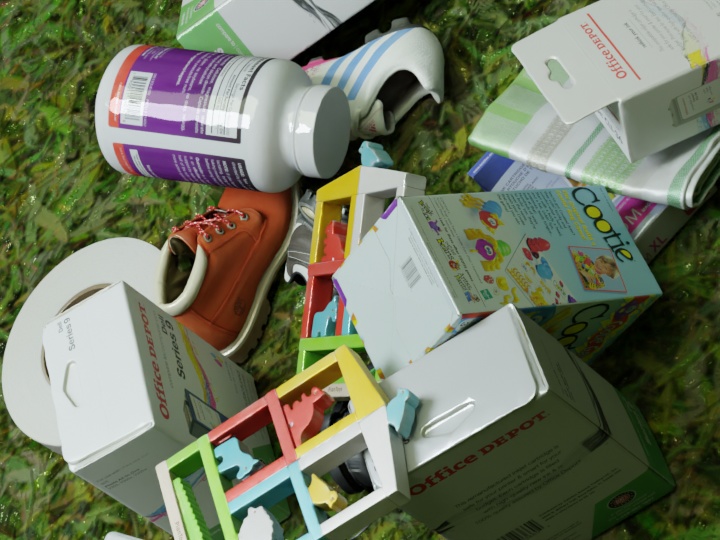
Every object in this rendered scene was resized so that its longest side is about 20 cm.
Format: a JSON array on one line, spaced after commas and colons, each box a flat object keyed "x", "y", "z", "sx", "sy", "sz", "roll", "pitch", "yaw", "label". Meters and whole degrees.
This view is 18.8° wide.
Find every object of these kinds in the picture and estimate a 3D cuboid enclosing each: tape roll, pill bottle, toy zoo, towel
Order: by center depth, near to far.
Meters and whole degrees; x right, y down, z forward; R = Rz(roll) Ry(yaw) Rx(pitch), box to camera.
[{"x": -0.044, "y": 0.137, "z": 1.492, "sx": 0.200, "sy": 0.020, "sz": 0.131, "roll": -33, "pitch": 48, "yaw": 14, "label": "toy zoo"}, {"x": 0.201, "y": -0.124, "z": 1.682, "sx": 0.200, "sy": 0.031, "sz": 0.149, "roll": 19, "pitch": 54, "yaw": 31, "label": "towel"}, {"x": 0.000, "y": 0.000, "z": 1.684, "sx": 0.131, "sy": 0.020, "sz": 0.200, "roll": -9, "pitch": 73, "yaw": 58, "label": "toy zoo"}, {"x": -0.114, "y": -0.126, "z": 1.827, "sx": 0.200, "sy": 0.112, "sz": 0.113, "roll": 8, "pitch": 69, "yaw": 22, "label": "pill bottle"}, {"x": -0.227, "y": 0.067, "z": 1.919, "sx": 0.203, "sy": 0.037, "sz": 0.203, "roll": -17, "pitch": 56, "yaw": 27, "label": "tape roll"}]

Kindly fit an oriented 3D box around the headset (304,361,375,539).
[{"x": 0.016, "y": 0.134, "z": 1.671, "sx": 0.123, "sy": 0.094, "sz": 0.200, "roll": 2, "pitch": 55, "yaw": 36, "label": "headset"}]

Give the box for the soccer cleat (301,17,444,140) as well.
[{"x": -0.017, "y": -0.142, "z": 1.868, "sx": 0.200, "sy": 0.070, "sz": 0.086, "roll": -26, "pitch": 58, "yaw": 22, "label": "soccer cleat"}]

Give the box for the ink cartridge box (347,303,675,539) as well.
[{"x": 0.108, "y": 0.125, "z": 1.539, "sx": 0.146, "sy": 0.200, "sz": 0.084, "roll": -33, "pitch": 51, "yaw": 16, "label": "ink cartridge box"}]

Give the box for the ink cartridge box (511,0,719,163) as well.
[{"x": 0.228, "y": -0.158, "z": 1.641, "sx": 0.200, "sy": 0.068, "sz": 0.117, "roll": -23, "pitch": 43, "yaw": -5, "label": "ink cartridge box"}]

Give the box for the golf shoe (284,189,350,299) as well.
[{"x": 0.012, "y": 0.013, "z": 1.768, "sx": 0.200, "sy": 0.078, "sz": 0.095, "roll": 36, "pitch": 105, "yaw": 44, "label": "golf shoe"}]

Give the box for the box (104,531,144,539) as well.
[{"x": -0.080, "y": 0.295, "z": 1.575, "sx": 0.199, "sy": 0.200, "sz": 0.131, "roll": 9, "pitch": 71, "yaw": 39, "label": "box"}]

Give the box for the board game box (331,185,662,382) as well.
[{"x": 0.100, "y": 0.011, "z": 1.582, "sx": 0.103, "sy": 0.200, "sz": 0.105, "roll": -50, "pitch": 56, "yaw": 42, "label": "board game box"}]

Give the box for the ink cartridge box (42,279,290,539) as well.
[{"x": -0.154, "y": 0.121, "z": 1.726, "sx": 0.087, "sy": 0.200, "sz": 0.145, "roll": -31, "pitch": 50, "yaw": 17, "label": "ink cartridge box"}]

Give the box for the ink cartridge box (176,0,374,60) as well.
[{"x": -0.058, "y": -0.256, "z": 1.918, "sx": 0.200, "sy": 0.084, "sz": 0.146, "roll": -33, "pitch": 22, "yaw": 15, "label": "ink cartridge box"}]

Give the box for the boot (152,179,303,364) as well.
[{"x": -0.114, "y": -0.030, "z": 1.849, "sx": 0.075, "sy": 0.107, "sz": 0.200, "roll": -3, "pitch": 61, "yaw": 37, "label": "boot"}]

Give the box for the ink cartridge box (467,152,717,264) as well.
[{"x": 0.172, "y": -0.077, "z": 1.720, "sx": 0.119, "sy": 0.042, "sz": 0.200, "roll": -48, "pitch": 46, "yaw": 2, "label": "ink cartridge box"}]
